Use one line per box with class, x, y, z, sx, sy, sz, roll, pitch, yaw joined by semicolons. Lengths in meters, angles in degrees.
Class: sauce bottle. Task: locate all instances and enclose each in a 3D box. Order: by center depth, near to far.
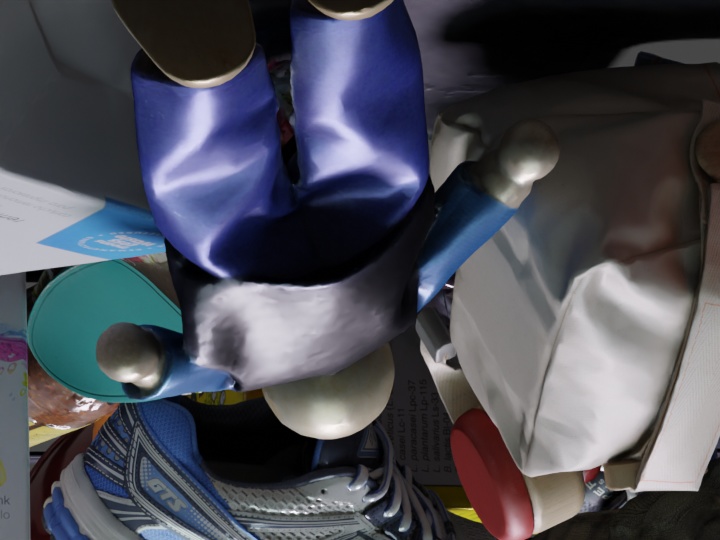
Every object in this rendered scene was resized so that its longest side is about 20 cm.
sauce bottle;-0.127;0.037;1.067;0.066;0.067;0.200;5;168;-29

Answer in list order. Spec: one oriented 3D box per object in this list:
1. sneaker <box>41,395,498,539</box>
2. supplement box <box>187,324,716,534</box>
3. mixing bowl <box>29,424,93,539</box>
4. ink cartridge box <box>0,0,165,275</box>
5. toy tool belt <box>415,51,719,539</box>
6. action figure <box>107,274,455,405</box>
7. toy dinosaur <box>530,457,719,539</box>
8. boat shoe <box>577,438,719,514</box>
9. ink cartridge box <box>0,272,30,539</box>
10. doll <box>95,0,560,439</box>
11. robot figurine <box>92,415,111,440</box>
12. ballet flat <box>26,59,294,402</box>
sneaker;-0.008;0.087;0.904;0.199;0.086;0.077;15;-154;-27
supplement box;0.032;0.049;1.029;0.198;0.110;0.109;3;168;-17
mixing bowl;-0.075;0.136;1.303;0.199;0.202;0.108;3;153;-19
ink cartridge box;-0.148;-0.035;0.696;0.199;0.067;0.116;-8;168;28
toy tool belt;0.094;0.008;0.781;0.122;0.125;0.201;-22;150;-14
action figure;0.000;0.000;0.905;0.198;0.070;0.130;-4;162;-6
toy dinosaur;0.111;0.081;0.828;0.088;0.048;0.200;-24;180;-24
boat shoe;0.112;0.050;0.889;0.075;0.093;0.200;38;160;-16
ink cartridge box;-0.180;0.053;0.857;0.127;0.201;0.125;1;151;-12
doll;-0.010;-0.013;0.663;0.136;0.049;0.201;-24;148;-12
robot figurine;-0.039;0.086;1.185;0.198;0.118;0.144;2;167;-19
ballet flat;-0.043;-0.010;0.796;0.076;0.064;0.200;45;147;-9
